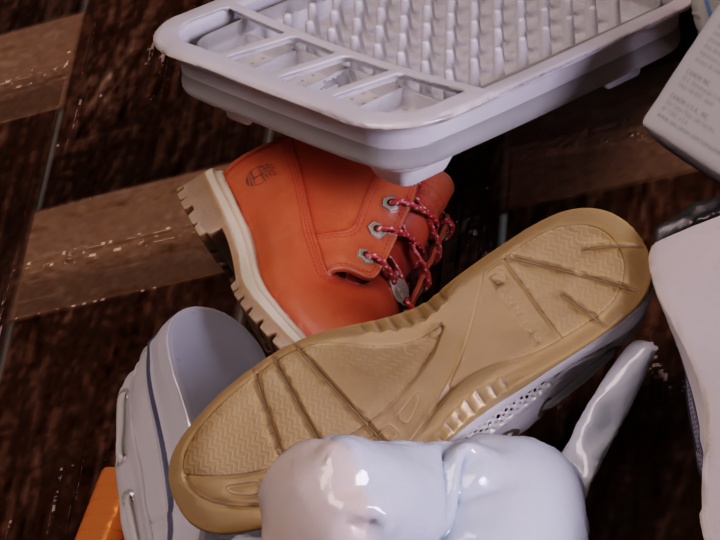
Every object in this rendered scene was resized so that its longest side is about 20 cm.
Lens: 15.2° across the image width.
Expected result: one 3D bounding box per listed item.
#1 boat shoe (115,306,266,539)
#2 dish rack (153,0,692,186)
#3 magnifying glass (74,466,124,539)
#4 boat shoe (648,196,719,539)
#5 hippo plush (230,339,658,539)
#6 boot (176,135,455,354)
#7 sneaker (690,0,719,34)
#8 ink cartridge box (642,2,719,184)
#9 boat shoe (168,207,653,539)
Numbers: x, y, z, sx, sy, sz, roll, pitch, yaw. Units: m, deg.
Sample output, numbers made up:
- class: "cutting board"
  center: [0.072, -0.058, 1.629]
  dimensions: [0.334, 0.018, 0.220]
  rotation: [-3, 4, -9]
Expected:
- class: "boat shoe"
  center: [-0.060, 0.112, 1.087]
  dimensions: [0.065, 0.074, 0.200]
  rotation: [-44, 39, 37]
- class: "dish rack"
  center: [0.031, -0.095, 1.171]
  dimensions: [0.200, 0.044, 0.172]
  rotation: [-27, 34, -35]
- class: "magnifying glass"
  center: [-0.129, 0.169, 1.104]
  dimensions: [0.079, 0.022, 0.200]
  rotation: [-1, 52, 31]
- class: "boat shoe"
  center: [0.160, 0.069, 0.959]
  dimensions: [0.075, 0.093, 0.200]
  rotation: [-21, 46, 16]
- class: "hippo plush"
  center: [0.047, 0.149, 0.956]
  dimensions: [0.200, 0.159, 0.161]
  rotation: [-11, 51, -39]
- class: "boot"
  center: [0.000, 0.000, 1.137]
  dimensions: [0.107, 0.075, 0.200]
  rotation: [-29, 42, 0]
- class: "sneaker"
  center: [0.204, -0.172, 1.158]
  dimensions: [0.072, 0.072, 0.200]
  rotation: [5, 59, 34]
- class: "ink cartridge box"
  center: [0.214, -0.099, 1.006]
  dimensions: [0.200, 0.047, 0.160]
  rotation: [-56, 38, 5]
- class: "boat shoe"
  center: [0.025, 0.052, 1.028]
  dimensions: [0.200, 0.069, 0.071]
  rotation: [-27, 62, -1]
